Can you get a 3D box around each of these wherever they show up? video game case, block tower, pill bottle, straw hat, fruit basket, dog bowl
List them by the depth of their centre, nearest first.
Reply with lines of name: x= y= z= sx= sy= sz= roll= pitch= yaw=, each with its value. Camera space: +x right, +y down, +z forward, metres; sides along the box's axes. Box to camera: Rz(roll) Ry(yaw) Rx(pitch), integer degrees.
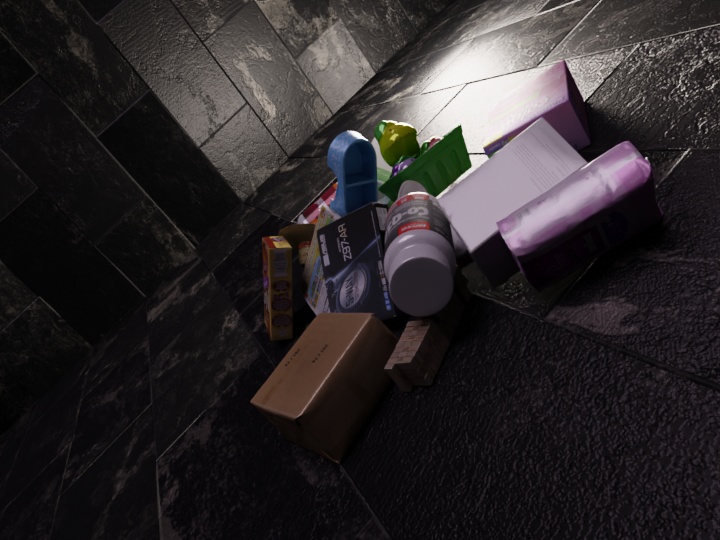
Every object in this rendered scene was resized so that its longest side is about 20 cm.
block tower: x=0.109 y=0.085 z=0.863 sx=0.057 sy=0.054 sz=0.202 roll=-15 pitch=35 yaw=49
pill bottle: x=0.091 y=-0.029 z=0.878 sx=0.112 sy=0.115 sz=0.202 roll=-31 pitch=24 yaw=20
video game case: x=-0.068 y=-0.011 z=1.185 sx=0.182 sy=0.022 sz=0.207 roll=42 pitch=120 yaw=56
dog bowl: x=-0.012 y=-0.192 z=1.225 sx=0.109 sy=0.208 sz=0.049 roll=-16 pitch=26 yaw=-32
fruit basket: x=0.116 y=-0.254 z=1.235 sx=0.217 sy=0.216 sz=0.155 roll=-48 pitch=11 yaw=-20
straw hat: x=-0.101 y=-0.033 z=1.329 sx=0.198 sy=0.197 sz=0.089 roll=-15 pitch=66 yaw=46
pill bottle: x=-0.094 y=-0.130 z=1.510 sx=0.199 sy=0.114 sz=0.113 roll=-41 pitch=22 yaw=1

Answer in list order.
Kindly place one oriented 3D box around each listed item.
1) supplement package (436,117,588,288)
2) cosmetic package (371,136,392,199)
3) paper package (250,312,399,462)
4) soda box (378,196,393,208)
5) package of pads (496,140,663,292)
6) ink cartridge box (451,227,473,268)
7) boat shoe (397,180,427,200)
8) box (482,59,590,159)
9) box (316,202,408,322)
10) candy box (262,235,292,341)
supplement package: x=0.236 y=-0.098 z=0.852 sx=0.197 sy=0.120 sz=0.123 roll=-36 pitch=49 yaw=11
cosmetic package: x=0.053 y=-0.259 z=1.480 sx=0.086 sy=0.104 sz=0.203 roll=102 pitch=-171 yaw=-47
paper package: x=-0.052 y=0.173 z=0.905 sx=0.202 sy=0.104 sz=0.188 roll=-53 pitch=23 yaw=-24
soda box: x=0.036 y=-0.076 z=1.254 sx=0.062 sy=0.069 sz=0.203 roll=-18 pitch=32 yaw=43
package of pads: x=0.288 y=-0.066 z=0.744 sx=0.197 sy=0.120 sz=0.077 roll=-33 pitch=50 yaw=18
ink cartridge box: x=0.220 y=-0.096 z=0.981 sx=0.197 sy=0.042 sz=0.122 roll=-34 pitch=45 yaw=24
boat shoe: x=0.102 y=-0.077 z=1.073 sx=0.061 sy=0.071 sz=0.206 roll=110 pitch=156 yaw=-57
box: x=0.338 y=-0.286 z=1.099 sx=0.173 sy=0.097 sz=0.203 roll=-26 pitch=28 yaw=33
box: x=0.000 y=0.000 z=1.038 sx=0.157 sy=0.208 sz=0.043 roll=-19 pitch=-13 yaw=41
candy box: x=-0.185 y=0.038 z=1.260 sx=0.054 sy=0.208 sz=0.117 roll=-5 pitch=15 yaw=-16
